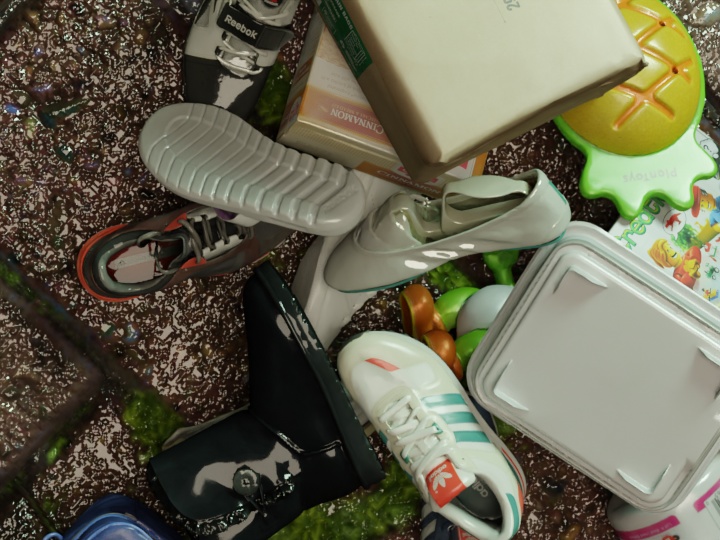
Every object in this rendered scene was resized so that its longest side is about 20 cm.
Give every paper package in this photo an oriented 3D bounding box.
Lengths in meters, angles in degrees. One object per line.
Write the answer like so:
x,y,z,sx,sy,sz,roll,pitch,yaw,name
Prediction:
0.079,-0.192,1.601,0.189,0.103,0.201,-27,87,-16,paper package

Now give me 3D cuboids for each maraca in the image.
0.212,-0.136,1.712,0.136,0.107,0.202,-10,71,-7,maraca

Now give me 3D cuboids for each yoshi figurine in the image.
0.137,0.023,1.731,0.198,0.112,0.114,-12,91,-12,yoshi figurine

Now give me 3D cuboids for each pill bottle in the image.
0.299,0.251,1.777,0.113,0.113,0.201,-33,100,-5,pill bottle

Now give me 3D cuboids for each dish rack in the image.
0.192,0.079,1.637,0.199,0.044,0.172,33,107,4,dish rack

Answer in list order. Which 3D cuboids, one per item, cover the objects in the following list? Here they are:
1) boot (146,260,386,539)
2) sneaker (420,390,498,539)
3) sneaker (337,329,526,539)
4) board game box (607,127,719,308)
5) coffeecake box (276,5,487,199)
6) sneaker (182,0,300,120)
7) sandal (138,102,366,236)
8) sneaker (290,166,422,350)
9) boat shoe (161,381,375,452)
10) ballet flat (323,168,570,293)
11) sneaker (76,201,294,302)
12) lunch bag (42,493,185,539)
-0.092,0.116,1.645,0.167,0.076,0.201,-27,105,-3,boot
0.084,0.201,1.748,0.074,0.084,0.202,1,95,-10,sneaker
0.058,0.131,1.654,0.070,0.094,0.200,-37,105,14,sneaker
0.264,-0.017,1.716,0.126,0.035,0.200,38,51,3,board game box
0.038,-0.175,1.682,0.152,0.073,0.202,19,75,-12,coffeecake box
-0.085,-0.204,1.677,0.073,0.088,0.202,17,94,-13,sneaker
-0.087,-0.066,1.653,0.201,0.050,0.083,25,60,26,sandal
0.000,0.000,1.721,0.088,0.075,0.202,22,89,-17,sneaker
-0.064,0.125,1.719,0.199,0.075,0.069,-29,105,-5,boat shoe
0.059,-0.038,1.634,0.198,0.069,0.070,-13,98,14,ballet flat
-0.124,-0.023,1.689,0.199,0.082,0.078,-26,100,-7,sneaker
-0.175,0.273,1.684,0.200,0.132,0.136,41,88,-12,lunch bag
